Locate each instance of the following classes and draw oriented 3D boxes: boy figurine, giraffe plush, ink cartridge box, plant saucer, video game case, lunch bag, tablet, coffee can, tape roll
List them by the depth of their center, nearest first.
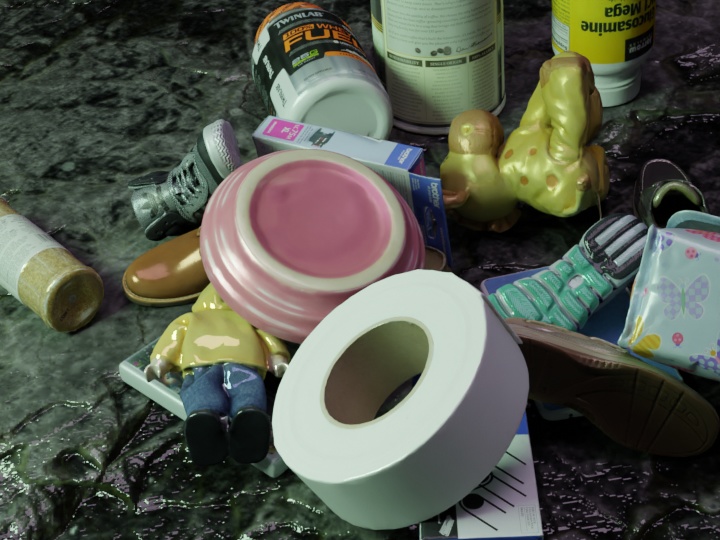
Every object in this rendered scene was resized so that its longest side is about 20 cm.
[{"bbox_3d":[0.030,0.098,1.263,0.201,0.071,0.204,-26,37,22],"label":"tape roll"},{"bbox_3d":[0.090,0.154,1.290,0.093,0.045,0.201,-2,37,0],"label":"ink cartridge box"},{"bbox_3d":[0.314,0.027,1.339,0.168,0.129,0.200,16,4,17],"label":"lunch bag"},{"bbox_3d":[-0.121,0.075,1.367,0.123,0.065,0.201,-5,36,-6],"label":"boy figurine"},{"bbox_3d":[-0.038,-0.031,1.396,0.198,0.051,0.202,6,55,-9],"label":"plant saucer"},{"bbox_3d":[-0.082,0.085,1.423,0.199,0.024,0.181,27,47,35],"label":"video game case"},{"bbox_3d":[0.193,0.057,1.436,0.129,0.014,0.201,-11,36,-8],"label":"tablet"},{"bbox_3d":[-0.001,-0.075,1.541,0.198,0.120,0.042,16,49,25],"label":"ink cartridge box"},{"bbox_3d":[0.151,-0.104,1.565,0.160,0.173,0.202,-6,67,15],"label":"giraffe plush"},{"bbox_3d":[0.082,-0.268,1.725,0.145,0.202,0.147,-3,36,2],"label":"coffee can"}]

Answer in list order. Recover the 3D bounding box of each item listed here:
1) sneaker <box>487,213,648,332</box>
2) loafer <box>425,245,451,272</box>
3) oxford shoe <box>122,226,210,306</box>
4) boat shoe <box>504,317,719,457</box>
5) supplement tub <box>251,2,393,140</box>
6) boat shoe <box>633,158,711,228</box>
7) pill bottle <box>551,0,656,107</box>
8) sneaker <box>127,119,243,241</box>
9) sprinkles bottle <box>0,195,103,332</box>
[{"bbox_3d":[0.175,0.035,1.417,0.199,0.088,0.075,-34,69,-3],"label":"sneaker"},{"bbox_3d":[0.000,0.000,1.463,0.198,0.068,0.076,-9,32,-31],"label":"loafer"},{"bbox_3d":[-0.134,-0.027,1.523,0.198,0.072,0.072,-21,58,-7],"label":"oxford shoe"},{"bbox_3d":[0.199,0.089,1.322,0.198,0.073,0.065,20,26,4],"label":"boat shoe"},{"bbox_3d":[-0.046,-0.197,1.711,0.121,0.124,0.201,-13,37,-10],"label":"supplement tub"},{"bbox_3d":[0.299,-0.054,1.527,0.071,0.067,0.202,-3,37,3],"label":"boat shoe"},{"bbox_3d":[0.259,-0.282,1.723,0.111,0.202,0.113,-4,36,3],"label":"pill bottle"},{"bbox_3d":[-0.164,-0.078,1.543,0.113,0.200,0.076,-19,79,-6],"label":"sneaker"},{"bbox_3d":[-0.325,-0.014,1.542,0.068,0.069,0.199,-29,43,-29],"label":"sprinkles bottle"}]
